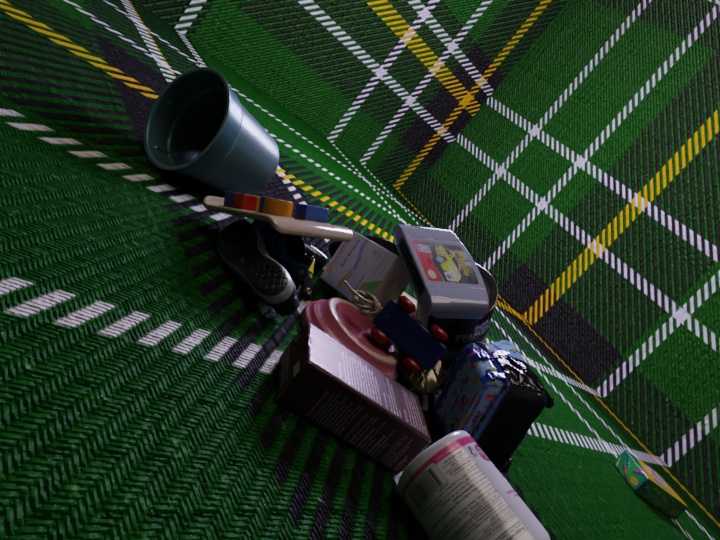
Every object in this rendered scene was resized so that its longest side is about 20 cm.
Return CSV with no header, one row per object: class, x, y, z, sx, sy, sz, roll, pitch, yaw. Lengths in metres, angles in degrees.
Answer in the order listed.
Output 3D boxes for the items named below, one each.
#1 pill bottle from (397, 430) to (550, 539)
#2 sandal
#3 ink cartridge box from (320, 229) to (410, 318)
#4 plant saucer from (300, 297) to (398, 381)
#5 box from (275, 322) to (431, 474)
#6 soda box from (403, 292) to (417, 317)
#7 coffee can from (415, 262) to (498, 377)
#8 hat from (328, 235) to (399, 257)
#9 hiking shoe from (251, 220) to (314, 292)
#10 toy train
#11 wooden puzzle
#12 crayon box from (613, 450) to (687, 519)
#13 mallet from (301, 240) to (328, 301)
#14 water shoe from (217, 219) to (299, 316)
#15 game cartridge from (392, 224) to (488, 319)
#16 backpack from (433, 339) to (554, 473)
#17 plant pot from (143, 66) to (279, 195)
pill bottle,0.141,0.297,0.627,0.113,0.114,0.200,20,25,-54
sandal,0.079,0.150,1.022,0.200,0.080,0.054,45,-28,31
ink cartridge box,0.000,0.000,1.057,0.067,0.118,0.199,33,-1,-40
plant saucer,-0.007,0.115,0.917,0.200,0.051,0.201,39,15,-12
box,-0.010,0.166,0.713,0.199,0.075,0.100,38,14,-17
soda box,0.126,0.113,1.249,0.199,0.064,0.068,34,15,-27
coffee can,0.175,0.098,1.057,0.147,0.145,0.201,50,-24,35
hat,0.018,-0.001,1.234,0.200,0.199,0.082,28,59,-42
hiking shoe,-0.136,-0.043,0.975,0.074,0.087,0.200,26,20,-45
toy train,0.054,0.078,0.936,0.200,0.085,0.116,42,3,2
wooden puzzle,-0.135,-0.098,0.923,0.199,0.047,0.184,20,10,39
crayon box,0.851,0.630,1.617,0.199,0.058,0.119,36,15,-20
mallet,-0.105,-0.002,1.051,0.066,0.041,0.200,38,18,-10
water shoe,-0.163,-0.001,0.861,0.200,0.071,0.079,49,-13,39
game cartridge,0.143,-0.002,0.961,0.132,0.041,0.201,7,44,-28
backpack,0.206,0.205,0.937,0.133,0.184,0.201,19,23,-17
plant pot,-0.268,-0.243,1.054,0.201,0.200,0.196,49,9,31
